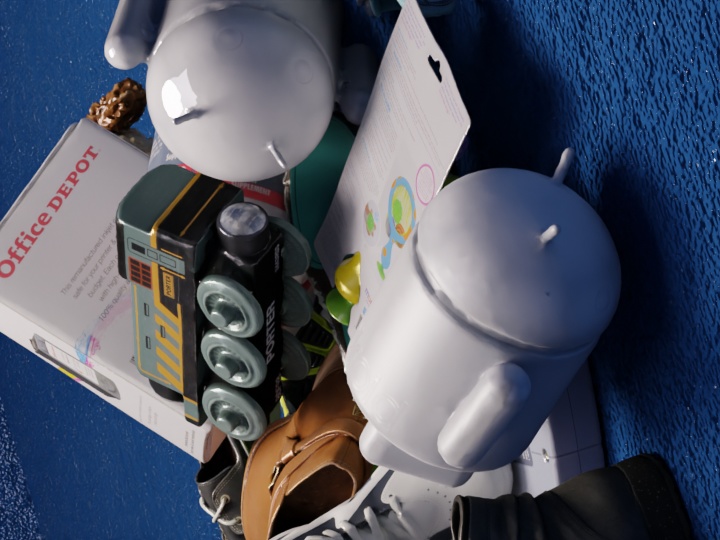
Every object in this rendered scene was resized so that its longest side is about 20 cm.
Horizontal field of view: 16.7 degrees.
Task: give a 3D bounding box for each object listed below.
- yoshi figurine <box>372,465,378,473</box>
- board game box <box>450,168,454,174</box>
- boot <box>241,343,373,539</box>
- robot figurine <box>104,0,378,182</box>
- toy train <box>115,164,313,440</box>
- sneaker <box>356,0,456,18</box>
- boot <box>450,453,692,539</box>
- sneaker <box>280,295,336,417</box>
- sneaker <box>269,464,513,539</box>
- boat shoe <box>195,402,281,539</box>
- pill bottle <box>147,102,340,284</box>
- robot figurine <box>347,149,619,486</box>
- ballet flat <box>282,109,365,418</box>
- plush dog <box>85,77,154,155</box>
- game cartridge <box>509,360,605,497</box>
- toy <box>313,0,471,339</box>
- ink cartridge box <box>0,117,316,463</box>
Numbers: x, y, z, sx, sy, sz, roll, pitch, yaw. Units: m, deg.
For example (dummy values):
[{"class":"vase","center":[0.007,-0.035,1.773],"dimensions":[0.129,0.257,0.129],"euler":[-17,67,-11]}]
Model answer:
[{"class":"yoshi figurine","center":[0.022,0.199,1.752],"dimensions":[0.201,0.112,0.112],"euler":[64,-154,-13]},{"class":"board game box","center":[0.022,-0.021,1.612],"dimensions":[0.200,0.034,0.136],"euler":[166,89,-73]},{"class":"boot","center":[-0.040,0.151,1.610],"dimensions":[0.155,0.073,0.200],"euler":[-77,8,-59]},{"class":"robot figurine","center":[-0.068,-0.130,1.487],"dimensions":[0.200,0.169,0.113],"euler":[-83,5,-54]},{"class":"toy train","center":[-0.093,0.023,1.529],"dimensions":[0.114,0.085,0.200],"euler":[25,143,18]},{"class":"sneaker","center":[0.000,-0.195,1.468],"dimensions":[0.200,0.077,0.087],"euler":[-143,38,-64]},{"class":"boot","center":[0.127,0.201,1.308],"dimensions":[0.068,0.130,0.201],"euler":[112,139,-63]},{"class":"sneaker","center":[-0.034,0.067,1.804],"dimensions":[0.077,0.075,0.200],"euler":[-112,22,-44]},{"class":"sneaker","center":[-0.002,0.175,1.450],"dimensions":[0.080,0.199,0.130],"euler":[59,-157,-10]},{"class":"boat shoe","center":[-0.091,0.161,1.755],"dimensions":[0.072,0.067,0.201],"euler":[-13,83,47]},{"class":"pill bottle","center":[-0.075,-0.095,1.620],"dimensions":[0.120,0.119,0.201],"euler":[109,170,-62]},{"class":"robot figurine","center":[0.066,0.027,1.312],"dimensions":[0.170,0.113,0.200],"euler":[-94,26,-48]},{"class":"ballet flat","center":[0.000,0.000,1.542],"dimensions":[0.072,0.071,0.201],"euler":[166,90,-73]},{"class":"plush dog","center":[-0.139,-0.050,1.799],"dimensions":[0.160,0.171,0.201],"euler":[-169,87,-74]},{"class":"game cartridge","center":[0.093,0.045,1.449],"dimensions":[0.133,0.041,0.201],"euler":[2,107,68]},{"class":"toy","center":[0.031,-0.047,1.423],"dimensions":[0.200,0.047,0.115],"euler":[-65,34,38]},{"class":"ink cartridge box","center":[-0.147,0.013,1.674],"dimensions":[0.200,0.148,0.086],"euler":[32,160,8]}]
